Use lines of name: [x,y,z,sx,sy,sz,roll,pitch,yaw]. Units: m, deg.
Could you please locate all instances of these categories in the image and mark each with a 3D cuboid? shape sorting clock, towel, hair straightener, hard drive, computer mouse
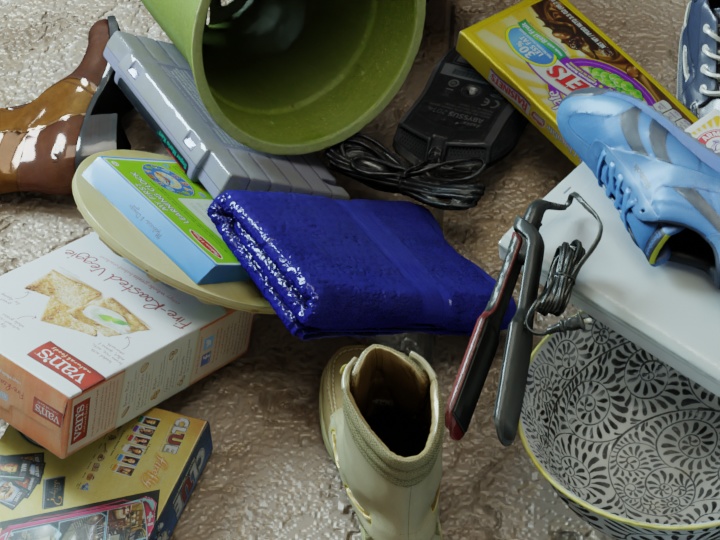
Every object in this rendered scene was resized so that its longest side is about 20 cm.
shape sorting clock: [-0.117,-0.028,1.550,0.200,0.039,0.200,26,21,-11]
towel: [0.000,0.000,1.522,0.200,0.050,0.148,4,32,-41]
hair straightener: [0.121,0.029,1.412,0.077,0.041,0.200,8,57,25]
hard drive: [0.213,-0.006,1.455,0.200,0.026,0.132,33,62,30]
computer mouse: [0.075,-0.112,1.672,0.138,0.053,0.200,19,50,27]

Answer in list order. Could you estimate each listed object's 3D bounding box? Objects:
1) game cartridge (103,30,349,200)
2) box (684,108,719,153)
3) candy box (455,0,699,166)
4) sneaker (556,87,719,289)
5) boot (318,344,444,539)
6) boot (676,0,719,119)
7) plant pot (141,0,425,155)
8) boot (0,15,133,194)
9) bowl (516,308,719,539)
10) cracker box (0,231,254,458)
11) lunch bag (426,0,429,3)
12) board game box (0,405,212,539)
game cartridge: [-0.108,-0.111,1.648,0.130,0.038,0.200,4,35,-41]
box: [0.288,-0.009,1.534,0.112,0.101,0.200,-35,55,-24]
candy box: [0.175,-0.136,1.644,0.102,0.026,0.200,-29,60,-26]
sneaker: [0.196,-0.056,1.440,0.078,0.066,0.200,-40,57,-19]
boot: [0.013,0.094,1.419,0.073,0.155,0.200,-9,48,-5]
boot: [0.283,-0.157,1.677,0.073,0.090,0.200,-2,47,1]
plant pot: [-0.083,-0.215,1.648,0.200,0.200,0.190,-27,35,-20]
boot: [-0.283,-0.125,1.714,0.200,0.068,0.188,-7,55,7]
bowl: [0.204,0.119,1.427,0.201,0.094,0.201,-2,48,2]
cracker box: [-0.188,0.043,1.502,0.134,0.058,0.200,29,36,25]
lunch bag: [0.012,-0.278,1.740,0.132,0.200,0.136,-28,86,-22]
board game box: [-0.200,0.170,1.442,0.135,0.035,0.200,14,50,15]
